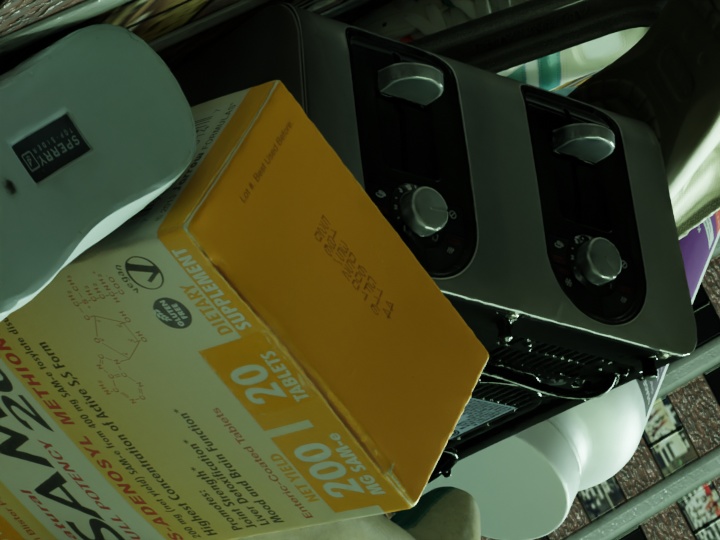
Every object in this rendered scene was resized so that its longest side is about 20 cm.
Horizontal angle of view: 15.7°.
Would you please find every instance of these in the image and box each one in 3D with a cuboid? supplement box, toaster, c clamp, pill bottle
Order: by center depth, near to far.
[{"bbox_3d":[-0.076,0.026,0.866,0.199,0.126,0.074,-15,-146,41],"label":"supplement box"},{"bbox_3d":[0.000,0.000,0.989,0.180,0.119,0.200,15,151,-34],"label":"toaster"},{"bbox_3d":[0.079,-0.066,1.075,0.199,0.027,0.171,-16,157,-10],"label":"c clamp"},{"bbox_3d":[0.086,0.019,1.162,0.112,0.112,0.200,-28,-154,45],"label":"pill bottle"}]

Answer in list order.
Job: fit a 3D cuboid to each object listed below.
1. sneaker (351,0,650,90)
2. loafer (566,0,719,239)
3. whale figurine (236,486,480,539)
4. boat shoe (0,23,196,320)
[{"bbox_3d":[0.049,-0.093,1.088,0.199,0.071,0.093,-25,-173,37],"label":"sneaker"},{"bbox_3d":[0.134,-0.059,1.027,0.068,0.076,0.200,7,140,-34],"label":"loafer"},{"bbox_3d":[-0.031,0.126,0.981,0.103,0.160,0.200,15,-165,31],"label":"whale figurine"},{"bbox_3d":[-0.124,-0.007,0.719,0.091,0.071,0.200,-33,179,28],"label":"boat shoe"}]
